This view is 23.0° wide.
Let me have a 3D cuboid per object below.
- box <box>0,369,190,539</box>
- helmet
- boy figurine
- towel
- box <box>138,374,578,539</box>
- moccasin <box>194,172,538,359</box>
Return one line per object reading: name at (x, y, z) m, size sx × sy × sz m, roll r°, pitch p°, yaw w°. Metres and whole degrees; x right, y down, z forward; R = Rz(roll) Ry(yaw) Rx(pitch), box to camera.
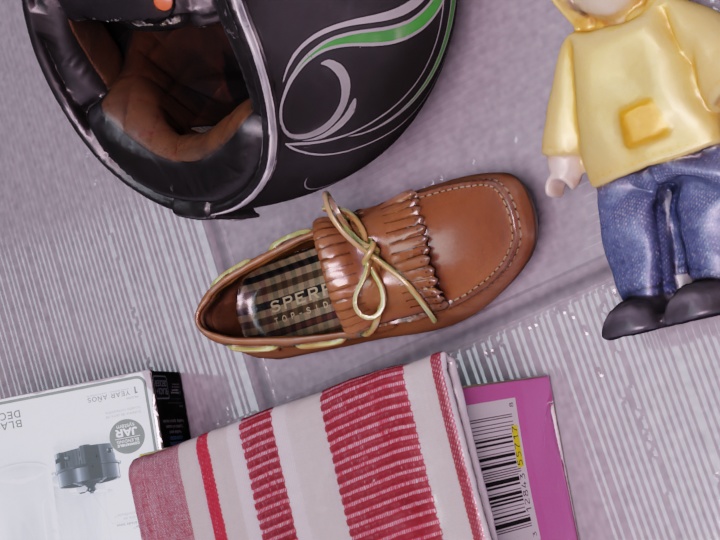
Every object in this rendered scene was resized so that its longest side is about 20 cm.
box at (-0.146, 0.164, 0.986) m, size 0.116 × 0.060 × 0.201 m, roll -12°, pitch 83°, yaw 9°
helmet at (-0.045, -0.138, 0.850) m, size 0.199 × 0.191 × 0.201 m, roll 22°, pitch 134°, yaw 26°
boy figurine at (0.132, -0.074, 0.796) m, size 0.124 × 0.064 × 0.201 m, roll -12°, pitch 87°, yaw 39°
towel at (-0.020, 0.133, 0.823) m, size 0.199 × 0.023 × 0.145 m, roll -22°, pitch 76°, yaw 33°
box at (0.004, 0.157, 0.877) m, size 0.199 × 0.096 × 0.177 m, roll -15°, pitch 83°, yaw 37°
moccasin at (0.000, -0.002, 0.887) m, size 0.201 × 0.078 × 0.074 m, roll -13°, pitch 84°, yaw 36°
